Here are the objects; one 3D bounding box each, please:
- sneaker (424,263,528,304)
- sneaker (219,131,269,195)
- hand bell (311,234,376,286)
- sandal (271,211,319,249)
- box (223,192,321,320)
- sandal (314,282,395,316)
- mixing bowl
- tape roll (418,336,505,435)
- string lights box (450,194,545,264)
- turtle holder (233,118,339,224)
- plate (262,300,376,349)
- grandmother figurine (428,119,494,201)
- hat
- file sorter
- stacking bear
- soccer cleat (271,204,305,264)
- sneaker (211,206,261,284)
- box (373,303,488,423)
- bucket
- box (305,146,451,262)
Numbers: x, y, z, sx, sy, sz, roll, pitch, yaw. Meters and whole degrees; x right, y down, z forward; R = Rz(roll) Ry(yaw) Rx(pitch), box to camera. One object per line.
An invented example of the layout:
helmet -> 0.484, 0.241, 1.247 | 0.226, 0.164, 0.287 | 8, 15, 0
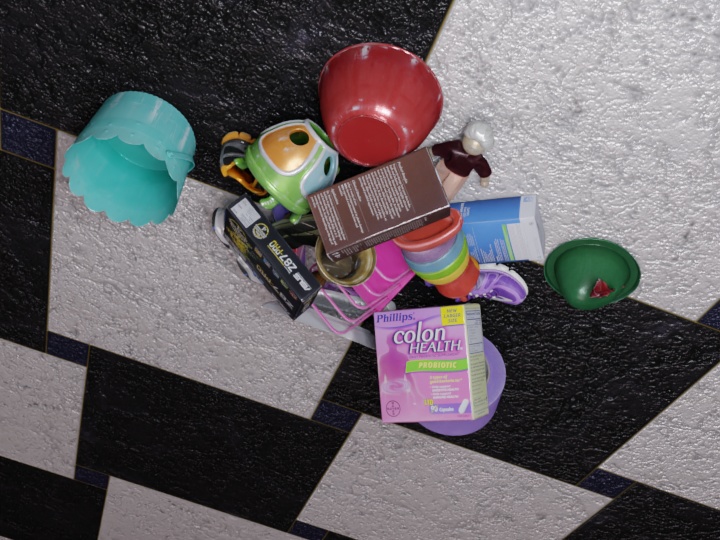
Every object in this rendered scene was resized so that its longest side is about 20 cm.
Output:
sneaker -> 0.204, 0.031, 1.609 | 0.198, 0.084, 0.081 | 15, 140, -2
sneaker -> -0.153, -0.156, 1.506 | 0.198, 0.078, 0.078 | 24, 137, -13
hand bell -> -0.057, 0.001, 1.475 | 0.103, 0.105, 0.200 | 25, 157, -13
sandal -> -0.095, -0.078, 1.495 | 0.200, 0.058, 0.080 | -2, 147, 47
box -> -0.151, -0.019, 1.493 | 0.200, 0.049, 0.161 | 50, 165, 4
sandal -> -0.028, 0.050, 1.730 | 0.201, 0.050, 0.082 | 13, 156, -18
mixing bowl -> 0.021, -0.230, 1.349 | 0.198, 0.109, 0.201 | 8, 140, 7
tape roll -> 0.179, 0.213, 1.733 | 0.198, 0.201, 0.085 | 11, 141, 4
string lights box -> 0.209, -0.065, 1.518 | 0.198, 0.059, 0.103 | -4, 136, 20
turtle holder -> -0.093, -0.158, 1.403 | 0.132, 0.141, 0.185 | -42, 134, 13
plate -> -0.066, 0.102, 1.719 | 0.198, 0.033, 0.199 | 19, 176, 22
grandmother figurine -> 0.156, -0.165, 1.422 | 0.120, 0.061, 0.200 | 15, 143, -15
hat -> 0.387, 0.058, 1.513 | 0.165, 0.177, 0.200 | -25, 126, 37
file sorter -> 0.000, 0.000, 1.562 | 0.139, 0.125, 0.200 | 49, 137, 7
stacking bear -> 0.135, -0.027, 1.458 | 0.113, 0.122, 0.200 | -34, 136, 4
soccer cleat -> -0.128, -0.040, 1.609 | 0.066, 0.077, 0.202 | 0, 128, -4
sneaker -> -0.193, -0.044, 1.645 | 0.076, 0.076, 0.200 | -13, 137, 26
box -> 0.127, 0.167, 1.594 | 0.174, 0.202, 0.096 | -6, 176, 25
bucket -> -0.379, -0.188, 1.489 | 0.205, 0.136, 0.208 | 9, 139, 8
box -> 0.028, -0.098, 1.342 | 0.198, 0.101, 0.075 | -21, 169, 5
